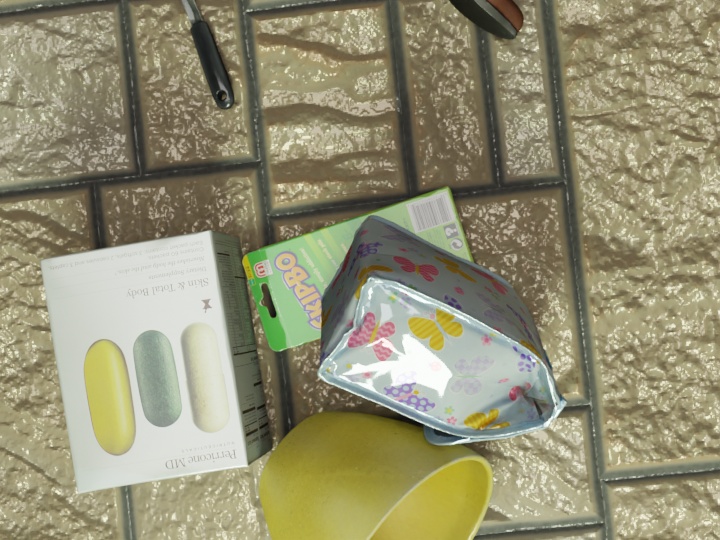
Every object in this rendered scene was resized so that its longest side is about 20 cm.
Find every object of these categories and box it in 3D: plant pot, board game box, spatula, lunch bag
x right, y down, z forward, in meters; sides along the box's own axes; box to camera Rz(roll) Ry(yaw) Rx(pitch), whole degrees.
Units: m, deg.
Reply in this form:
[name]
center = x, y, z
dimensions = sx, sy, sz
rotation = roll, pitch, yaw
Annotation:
[plant pot]
center = -0.003, 0.201, 1.323
dimensions = 0.142, 0.200, 0.200
rotation = 37, 92, 29
[board game box]
center = 0.000, 0.000, 1.392
dimensions = 0.200, 0.030, 0.096
rotation = -18, 88, 2
[spatula]
center = -0.157, -0.242, 1.412
dimensions = 0.056, 0.021, 0.200
rotation = -23, 89, 16
[lunch bag]
center = 0.070, 0.061, 1.298
dimensions = 0.200, 0.170, 0.127
rotation = 23, 108, -10

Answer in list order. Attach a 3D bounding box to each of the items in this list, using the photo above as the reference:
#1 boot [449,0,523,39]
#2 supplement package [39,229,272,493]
[boot]
center = 0.140, -0.331, 1.383
dimensions = 0.200, 0.068, 0.188
rotation = -39, 78, -4
[supplement package]
center = -0.174, 0.077, 1.343
dimensions = 0.152, 0.151, 0.200
rotation = -10, 88, 4
